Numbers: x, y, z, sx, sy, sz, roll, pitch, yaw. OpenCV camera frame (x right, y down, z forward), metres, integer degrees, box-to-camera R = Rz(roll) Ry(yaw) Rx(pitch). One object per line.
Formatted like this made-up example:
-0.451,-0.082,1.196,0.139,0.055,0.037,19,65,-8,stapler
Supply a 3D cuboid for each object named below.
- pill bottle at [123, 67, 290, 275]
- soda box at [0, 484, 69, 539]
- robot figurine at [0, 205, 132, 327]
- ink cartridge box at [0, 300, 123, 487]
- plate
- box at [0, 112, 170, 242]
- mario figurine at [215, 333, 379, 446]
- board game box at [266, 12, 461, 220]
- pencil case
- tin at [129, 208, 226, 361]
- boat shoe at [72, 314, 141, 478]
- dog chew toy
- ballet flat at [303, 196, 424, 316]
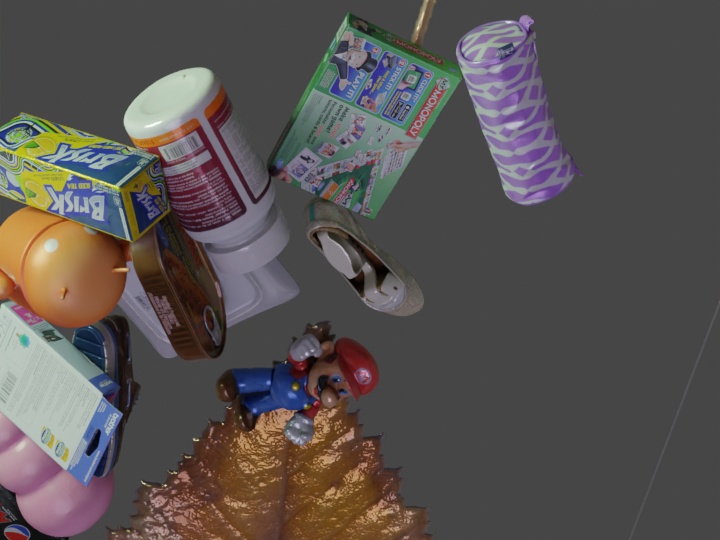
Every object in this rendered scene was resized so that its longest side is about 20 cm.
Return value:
-0.155,-0.100,1.524,0.108,0.110,0.201,-19,122,14,pill bottle
-0.450,0.288,1.856,0.070,0.064,0.201,-20,124,16,soda box
-0.318,-0.006,1.551,0.143,0.199,0.118,28,85,-35,robot figurine
-0.355,0.141,1.685,0.199,0.042,0.120,39,117,18,ink cartridge box
-0.200,0.006,1.661,0.198,0.033,0.200,-26,124,18,plate
-0.292,-0.097,1.500,0.198,0.064,0.071,18,134,30,box
-0.071,0.142,1.715,0.198,0.108,0.123,-16,161,21,mario figurine
0.001,-0.157,1.539,0.133,0.029,0.201,22,124,-17,board game box
0.162,-0.164,1.505,0.085,0.084,0.202,-29,127,-8,pencil case
-0.195,0.009,1.575,0.041,0.113,0.202,-8,126,18,tin
-0.294,0.148,1.723,0.072,0.072,0.203,21,118,28,boat shoe
-0.391,0.229,1.781,0.124,0.125,0.201,-28,115,20,dog chew toy
0.000,0.000,1.638,0.067,0.063,0.200,-30,122,26,ballet flat
